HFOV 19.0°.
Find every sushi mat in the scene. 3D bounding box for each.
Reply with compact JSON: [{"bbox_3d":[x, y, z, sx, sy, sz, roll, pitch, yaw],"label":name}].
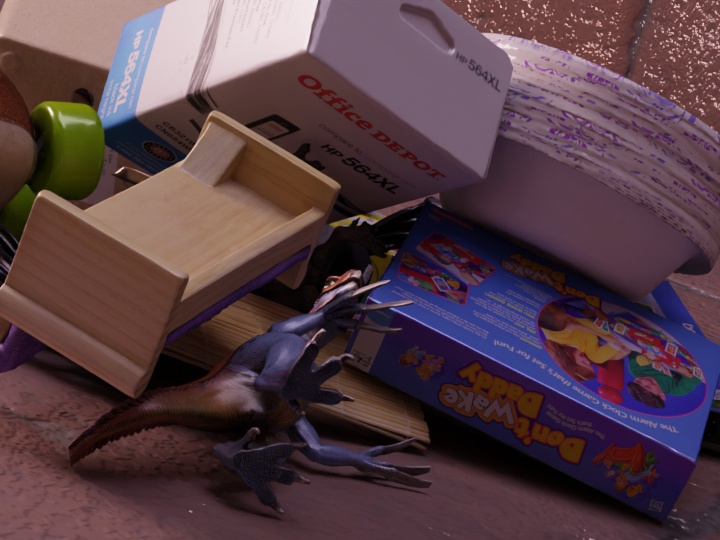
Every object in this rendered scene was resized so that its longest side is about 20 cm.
[{"bbox_3d":[-0.055,0.039,1.164,0.199,0.012,0.096,22,23,-25],"label":"sushi mat"}]

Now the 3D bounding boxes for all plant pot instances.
[{"bbox_3d":[-0.157,-0.103,1.424,0.198,0.201,0.177,18,27,10],"label":"plant pot"}]

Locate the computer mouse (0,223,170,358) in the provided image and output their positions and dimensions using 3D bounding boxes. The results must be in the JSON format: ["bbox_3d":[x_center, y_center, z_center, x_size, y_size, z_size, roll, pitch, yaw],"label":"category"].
[{"bbox_3d":[-0.138,0.013,1.198,0.138,0.053,0.200,37,23,14],"label":"computer mouse"}]

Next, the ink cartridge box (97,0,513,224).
[{"bbox_3d":[-0.034,-0.099,1.239,0.146,0.085,0.199,32,-29,-32],"label":"ink cartridge box"}]

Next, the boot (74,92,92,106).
[{"bbox_3d":[-0.200,-0.091,1.675,0.198,0.073,0.166,12,-3,-3],"label":"boot"}]

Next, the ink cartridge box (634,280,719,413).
[{"bbox_3d":[0.147,0.034,1.365,0.198,0.042,0.120,13,23,-16],"label":"ink cartridge box"}]

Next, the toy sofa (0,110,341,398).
[{"bbox_3d":[-0.093,0.000,1.042,0.082,0.098,0.200,30,23,12],"label":"toy sofa"}]

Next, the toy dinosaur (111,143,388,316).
[{"bbox_3d":[-0.043,-0.017,1.204,0.200,0.088,0.048,44,18,-40],"label":"toy dinosaur"}]

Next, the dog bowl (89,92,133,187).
[{"bbox_3d":[-0.108,-0.131,1.529,0.199,0.201,0.059,18,27,11],"label":"dog bowl"}]

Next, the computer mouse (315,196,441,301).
[{"bbox_3d":[0.000,0.000,1.358,0.140,0.046,0.200,-24,3,2],"label":"computer mouse"}]

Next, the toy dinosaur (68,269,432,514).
[{"bbox_3d":[-0.043,0.041,1.063,0.198,0.106,0.182,13,11,-14],"label":"toy dinosaur"}]

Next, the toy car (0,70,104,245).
[{"bbox_3d":[-0.255,-0.122,1.228,0.163,0.202,0.158,2,-23,-32],"label":"toy car"}]

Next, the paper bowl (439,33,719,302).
[{"bbox_3d":[0.128,-0.053,1.306,0.199,0.105,0.201,26,-5,3],"label":"paper bowl"}]

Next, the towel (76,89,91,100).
[{"bbox_3d":[-0.239,-0.142,1.665,0.146,0.030,0.199,11,-19,-43],"label":"towel"}]

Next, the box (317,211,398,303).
[{"bbox_3d":[0.011,-0.009,1.562,0.117,0.049,0.199,7,12,-43],"label":"box"}]

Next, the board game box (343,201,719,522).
[{"bbox_3d":[0.102,0.048,1.222,0.199,0.045,0.135,27,30,4],"label":"board game box"}]

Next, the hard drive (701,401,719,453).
[{"bbox_3d":[0.137,0.064,1.413,0.198,0.033,0.140,15,11,-9],"label":"hard drive"}]
